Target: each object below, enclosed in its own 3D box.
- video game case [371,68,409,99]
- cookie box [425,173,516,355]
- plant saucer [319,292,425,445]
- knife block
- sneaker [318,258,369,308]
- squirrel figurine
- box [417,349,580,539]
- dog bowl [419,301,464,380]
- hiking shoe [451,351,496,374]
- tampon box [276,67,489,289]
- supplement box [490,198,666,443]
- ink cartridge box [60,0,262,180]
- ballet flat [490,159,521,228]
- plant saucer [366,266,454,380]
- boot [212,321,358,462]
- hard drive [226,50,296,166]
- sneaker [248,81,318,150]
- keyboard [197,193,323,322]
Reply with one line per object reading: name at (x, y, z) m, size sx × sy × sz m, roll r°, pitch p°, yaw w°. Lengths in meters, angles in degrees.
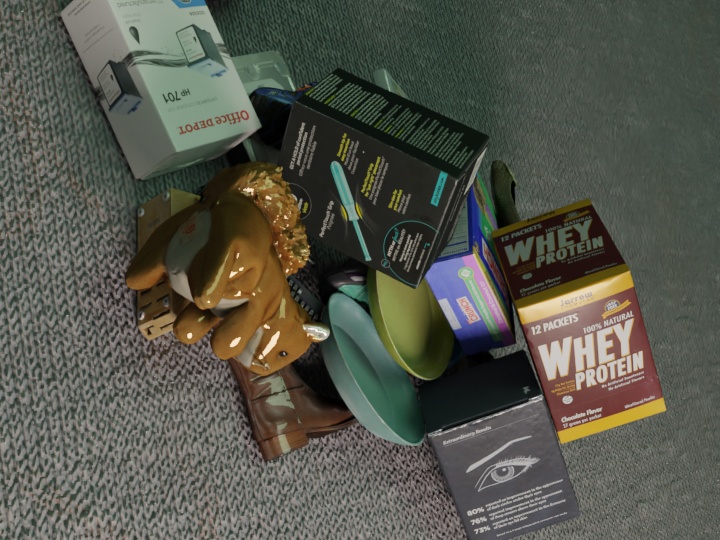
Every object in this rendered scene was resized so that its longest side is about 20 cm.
video game case at (0.070, -0.168, 1.407) m, size 0.200 × 0.023 × 0.184 m, roll 18°, pitch 56°, yaw -76°
cookie box at (0.139, -0.022, 1.313) m, size 0.201 × 0.074 × 0.172 m, roll -85°, pitch 154°, yaw -46°
plant saucer at (0.007, 0.121, 1.177) m, size 0.201 × 0.036 × 0.201 m, roll 52°, pitch 16°, yaw -21°
knife block at (-0.158, -0.016, 1.115) m, size 0.175 × 0.064 × 0.202 m, roll 16°, pitch 61°, yaw -43°
sneaker at (0.000, 0.000, 1.293) m, size 0.199 × 0.074 × 0.088 m, roll 7°, pitch 56°, yaw -58°
squirrel figurine at (-0.100, 0.002, 1.005) m, size 0.187 × 0.141 × 0.201 m, roll 46°, pitch 59°, yaw -37°
box at (0.171, 0.222, 1.249) m, size 0.105 × 0.146 × 0.202 m, roll -99°, pitch 170°, yaw -62°
dog bowl at (0.117, 0.067, 1.398) m, size 0.112 × 0.049 × 0.200 m, roll 58°, pitch 41°, yaw -11°
hiking shoe at (0.146, 0.161, 1.376) m, size 0.076 × 0.101 × 0.200 m, roll 44°, pitch 11°, yaw 16°
tampon box at (0.018, -0.107, 1.141) m, size 0.198 × 0.151 × 0.126 m, roll 27°, pitch 35°, yaw 10°
supplement box at (0.260, 0.057, 1.228) m, size 0.198 × 0.131 × 0.202 m, roll -95°, pitch 164°, yaw -62°
ink cartridge box at (-0.219, -0.221, 1.128) m, size 0.146 × 0.085 × 0.202 m, roll -27°, pitch 92°, yaw -51°
ballet flat at (0.210, -0.071, 1.374) m, size 0.068 × 0.046 × 0.202 m, roll 56°, pitch 23°, yaw -49°
plant saucer at (0.059, 0.038, 1.258) m, size 0.200 × 0.031 × 0.202 m, roll 31°, pitch 53°, yaw -53°
boot at (-0.080, 0.097, 1.159) m, size 0.186 × 0.064 × 0.202 m, roll -13°, pitch 78°, yaw -52°
hard drive at (-0.114, -0.171, 1.260) m, size 0.139 × 0.038 × 0.202 m, roll -24°, pitch 90°, yaw -51°
sneaker at (-0.070, -0.195, 1.250) m, size 0.199 × 0.075 × 0.079 m, roll 7°, pitch 54°, yaw -53°
keyboard at (-0.107, -0.012, 1.108) m, size 0.200 × 0.020 × 0.128 m, roll 46°, pitch 45°, yaw -31°
